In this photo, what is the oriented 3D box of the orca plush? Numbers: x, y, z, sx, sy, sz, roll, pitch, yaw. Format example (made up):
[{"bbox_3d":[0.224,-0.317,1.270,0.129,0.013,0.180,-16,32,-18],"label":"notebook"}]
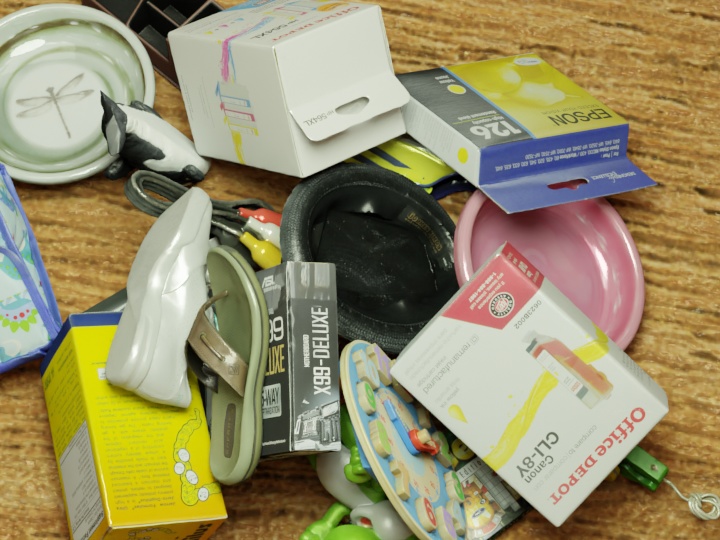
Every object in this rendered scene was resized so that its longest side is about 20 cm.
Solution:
[{"bbox_3d":[-0.206,-0.102,1.740,0.071,0.200,0.105,-45,84,8],"label":"orca plush"}]

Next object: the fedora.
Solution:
[{"bbox_3d":[0.000,0.000,1.719,0.200,0.092,0.202,13,63,-27],"label":"fedora"}]

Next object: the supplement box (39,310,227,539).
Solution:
[{"bbox_3d":[-0.201,0.148,1.640,0.109,0.109,0.201,-2,63,-27],"label":"supplement box"}]

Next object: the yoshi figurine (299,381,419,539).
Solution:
[{"bbox_3d":[-0.014,0.198,1.621,0.112,0.112,0.201,-29,70,5],"label":"yoshi figurine"}]

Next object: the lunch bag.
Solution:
[{"bbox_3d":[-0.378,0.011,1.706,0.169,0.127,0.201,-25,79,4],"label":"lunch bag"}]

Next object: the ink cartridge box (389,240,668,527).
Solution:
[{"bbox_3d":[0.147,0.097,1.611,0.200,0.083,0.145,43,100,1],"label":"ink cartridge box"}]

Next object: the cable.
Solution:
[{"bbox_3d":[-0.126,-0.057,1.734,0.200,0.050,0.097,33,37,-30],"label":"cable"}]

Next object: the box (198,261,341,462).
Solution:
[{"bbox_3d":[-0.083,0.085,1.619,0.050,0.200,0.159,3,81,-28],"label":"box"}]

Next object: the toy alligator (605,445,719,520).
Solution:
[{"bbox_3d":[0.235,0.164,1.686,0.200,0.054,0.059,37,75,4],"label":"toy alligator"}]

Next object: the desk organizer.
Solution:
[{"bbox_3d":[-0.190,-0.247,1.858,0.200,0.077,0.072,39,70,16],"label":"desk organizer"}]

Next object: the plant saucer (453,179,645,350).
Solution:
[{"bbox_3d":[0.168,0.004,1.726,0.200,0.051,0.201,11,65,-24],"label":"plant saucer"}]

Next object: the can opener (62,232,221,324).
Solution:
[{"bbox_3d":[-0.202,0.028,1.753,0.200,0.053,0.066,-34,35,-17],"label":"can opener"}]

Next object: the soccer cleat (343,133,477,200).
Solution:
[{"bbox_3d":[0.033,-0.097,1.799,0.199,0.065,0.084,-1,82,3],"label":"soccer cleat"}]

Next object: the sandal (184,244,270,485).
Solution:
[{"bbox_3d":[-0.116,0.078,1.567,0.057,0.080,0.202,3,84,-28],"label":"sandal"}]

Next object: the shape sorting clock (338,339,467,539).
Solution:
[{"bbox_3d":[0.041,0.149,1.592,0.039,0.200,0.201,-31,67,13],"label":"shape sorting clock"}]

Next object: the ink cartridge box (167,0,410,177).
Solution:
[{"bbox_3d":[-0.060,-0.172,1.718,0.128,0.126,0.200,-27,25,-32],"label":"ink cartridge box"}]

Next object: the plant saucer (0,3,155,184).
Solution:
[{"bbox_3d":[-0.298,-0.165,1.835,0.199,0.050,0.201,0,65,0],"label":"plant saucer"}]

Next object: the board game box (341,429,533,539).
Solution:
[{"bbox_3d":[0.089,0.199,1.683,0.200,0.023,0.105,-35,68,-15],"label":"board game box"}]

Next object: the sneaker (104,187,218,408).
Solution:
[{"bbox_3d":[-0.155,0.026,1.631,0.088,0.075,0.201,29,60,-24],"label":"sneaker"}]

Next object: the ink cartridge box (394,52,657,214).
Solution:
[{"bbox_3d":[0.150,-0.133,1.749,0.197,0.047,0.200,-12,38,-38],"label":"ink cartridge box"}]
